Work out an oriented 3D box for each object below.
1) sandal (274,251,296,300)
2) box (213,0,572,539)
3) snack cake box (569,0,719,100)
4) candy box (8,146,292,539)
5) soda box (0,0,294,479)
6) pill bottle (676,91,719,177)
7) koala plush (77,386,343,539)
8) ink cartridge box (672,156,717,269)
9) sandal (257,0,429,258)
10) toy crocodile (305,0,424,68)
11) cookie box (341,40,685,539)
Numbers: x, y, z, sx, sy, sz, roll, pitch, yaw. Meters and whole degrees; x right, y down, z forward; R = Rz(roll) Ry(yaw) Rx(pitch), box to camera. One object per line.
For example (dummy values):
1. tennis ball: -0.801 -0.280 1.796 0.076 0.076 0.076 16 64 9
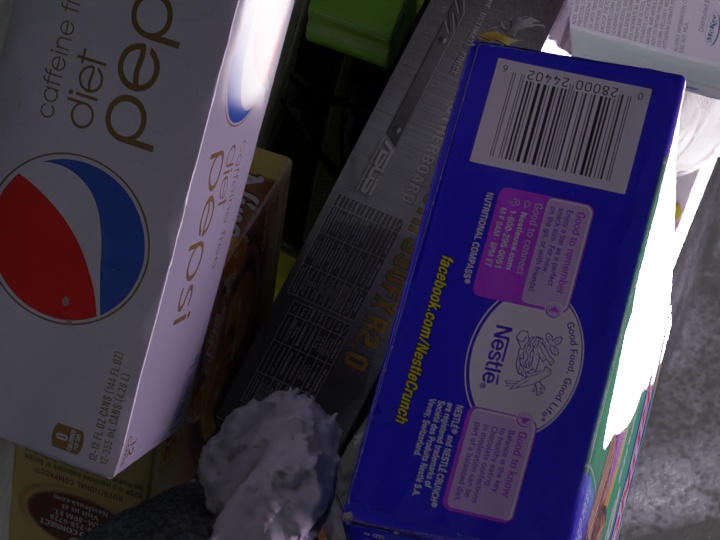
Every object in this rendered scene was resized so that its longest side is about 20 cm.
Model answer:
1. sandal: 0.000 0.000 1.185 0.200 0.079 0.087 -27 141 -51
2. box: 0.020 0.001 1.035 0.200 0.048 0.158 -63 167 -16
3. snack cake box: 0.130 -0.176 1.081 0.067 0.115 0.200 173 -70 -75
4. candy box: -0.078 0.061 0.976 0.115 0.055 0.200 -58 163 -49
5. soda box: -0.069 -0.046 0.812 0.064 0.068 0.200 -34 141 -72
6. pill bottle: 0.114 -0.095 1.266 0.200 0.113 0.113 -5 114 -62
7. koala plush: -0.063 0.146 0.858 0.177 0.184 0.200 99 15 -45
8. ink cartridge box: 0.098 -0.038 1.428 0.088 0.145 0.200 81 29 -68
9. sandal: 0.005 -0.097 1.108 0.201 0.080 0.057 -64 -172 -12
10. toy crocodile: 0.030 -0.173 1.066 0.062 0.067 0.200 51 56 -74
11. cookie box: 0.056 0.045 0.928 0.200 0.075 0.171 80 24 -67
